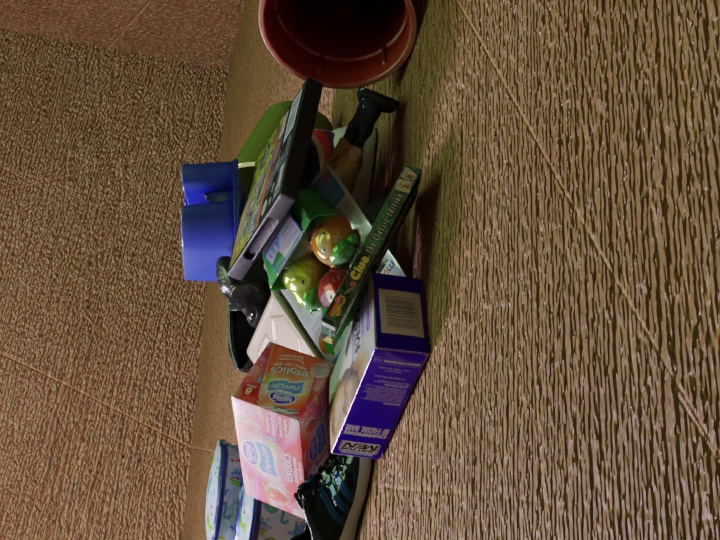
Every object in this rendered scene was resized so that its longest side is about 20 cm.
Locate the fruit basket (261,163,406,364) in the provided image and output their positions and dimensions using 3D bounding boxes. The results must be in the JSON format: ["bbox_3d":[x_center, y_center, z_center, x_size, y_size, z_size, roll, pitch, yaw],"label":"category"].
[{"bbox_3d":[-0.039,0.003,1.554,0.185,0.094,0.200,-56,50,36],"label":"fruit basket"}]

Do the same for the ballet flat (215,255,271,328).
[{"bbox_3d":[-0.140,0.033,1.751,0.057,0.066,0.200,64,-176,26],"label":"ballet flat"}]

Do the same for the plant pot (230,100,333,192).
[{"bbox_3d":[-0.120,-0.166,2.046,0.200,0.200,0.190,113,173,-51],"label":"plant pot"}]

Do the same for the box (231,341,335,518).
[{"bbox_3d":[-0.089,0.200,1.593,0.200,0.095,0.103,88,-153,-45],"label":"box"}]

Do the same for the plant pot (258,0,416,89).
[{"bbox_3d":[-0.019,-0.376,1.683,0.195,0.201,0.201,-81,8,-46],"label":"plant pot"}]

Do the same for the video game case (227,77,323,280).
[{"bbox_3d":[-0.106,-0.114,1.601,0.181,0.025,0.200,-51,22,47],"label":"video game case"}]

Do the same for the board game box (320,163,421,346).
[{"bbox_3d":[0.011,-0.015,1.421,0.200,0.023,0.105,-61,-3,-14],"label":"board game box"}]

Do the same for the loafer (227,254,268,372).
[{"bbox_3d":[-0.156,0.048,1.847,0.070,0.068,0.201,-23,-62,-80],"label":"loafer"}]

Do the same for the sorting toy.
[{"bbox_3d":[-0.077,0.135,1.708,0.185,0.036,0.200,54,152,19],"label":"sorting toy"}]

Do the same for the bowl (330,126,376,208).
[{"bbox_3d":[-0.041,-0.109,1.841,0.200,0.075,0.200,171,107,-79],"label":"bowl"}]

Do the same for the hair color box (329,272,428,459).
[{"bbox_3d":[0.016,0.109,1.432,0.200,0.065,0.109,108,165,-45],"label":"hair color box"}]

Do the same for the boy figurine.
[{"bbox_3d":[-0.014,-0.132,1.634,0.124,0.064,0.200,163,127,-86],"label":"boy figurine"}]

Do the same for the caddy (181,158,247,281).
[{"bbox_3d":[-0.189,-0.065,1.751,0.200,0.105,0.142,100,167,-62],"label":"caddy"}]

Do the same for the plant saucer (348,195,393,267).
[{"bbox_3d":[0.000,0.000,1.654,0.200,0.036,0.200,-172,90,-79],"label":"plant saucer"}]

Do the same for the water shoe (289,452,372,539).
[{"bbox_3d":[-0.038,0.264,1.534,0.072,0.079,0.200,-128,48,-74],"label":"water shoe"}]

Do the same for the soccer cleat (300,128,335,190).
[{"bbox_3d":[-0.050,-0.090,1.724,0.073,0.068,0.200,-26,-66,-51],"label":"soccer cleat"}]

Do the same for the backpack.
[{"bbox_3d":[-0.146,0.334,1.842,0.200,0.147,0.183,-155,72,-75],"label":"backpack"}]
